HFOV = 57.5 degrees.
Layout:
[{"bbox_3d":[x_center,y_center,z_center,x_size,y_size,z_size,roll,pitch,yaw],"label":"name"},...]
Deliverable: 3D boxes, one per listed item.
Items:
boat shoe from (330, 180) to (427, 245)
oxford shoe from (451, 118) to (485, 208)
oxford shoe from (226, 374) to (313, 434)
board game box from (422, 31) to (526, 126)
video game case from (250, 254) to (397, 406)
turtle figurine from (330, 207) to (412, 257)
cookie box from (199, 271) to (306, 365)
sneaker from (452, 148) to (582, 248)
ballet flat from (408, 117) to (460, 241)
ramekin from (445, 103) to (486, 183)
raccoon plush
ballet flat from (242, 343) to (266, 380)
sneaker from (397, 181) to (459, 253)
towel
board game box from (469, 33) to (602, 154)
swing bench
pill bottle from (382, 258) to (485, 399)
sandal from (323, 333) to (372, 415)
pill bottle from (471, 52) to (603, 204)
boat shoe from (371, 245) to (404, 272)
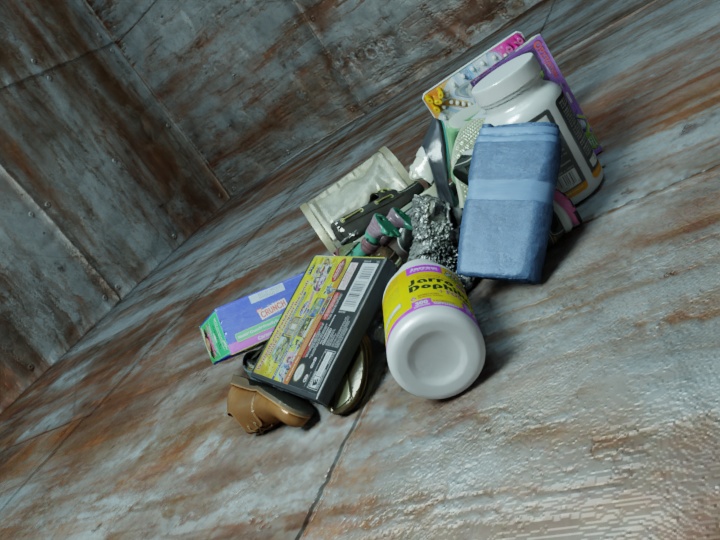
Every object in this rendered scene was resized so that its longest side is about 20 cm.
[{"bbox_3d":[0.035,-0.103,1.095,0.201,0.061,0.072,-39,2,-32],"label":"boat shoe"},{"bbox_3d":[0.176,-0.133,0.983,0.074,0.202,0.058,-4,-18,13],"label":"oxford shoe"},{"bbox_3d":[-0.126,0.193,0.893,0.199,0.071,0.072,-2,68,58],"label":"oxford shoe"},{"bbox_3d":[0.244,-0.288,1.181,0.199,0.200,0.026,-30,31,17],"label":"board game box"},{"bbox_3d":[-0.053,0.070,0.879,0.180,0.025,0.201,3,61,54],"label":"video game case"},{"bbox_3d":[0.000,0.000,0.986,0.201,0.100,0.150,-56,4,28],"label":"turtle figurine"},{"bbox_3d":[-0.158,0.078,1.048,0.170,0.076,0.200,-22,-4,-23],"label":"cookie box"},{"bbox_3d":[0.188,-0.092,0.875,0.086,0.080,0.200,-47,48,-5],"label":"sneaker"},{"bbox_3d":[0.112,-0.130,1.013,0.072,0.202,0.073,-11,10,2],"label":"ballet flat"},{"bbox_3d":[0.238,-0.223,1.094,0.198,0.098,0.200,-16,25,7],"label":"ramekin"},{"bbox_3d":[0.072,-0.009,0.881,0.200,0.134,0.097,-43,20,-21],"label":"raccoon plush"},{"bbox_3d":[-0.113,0.136,0.976,0.199,0.074,0.074,-18,24,44],"label":"ballet flat"},{"bbox_3d":[0.105,-0.072,1.121,0.115,0.076,0.200,-30,8,48],"label":"sneaker"},{"bbox_3d":[0.184,-0.083,0.812,0.111,0.048,0.202,6,80,30],"label":"towel"},{"bbox_3d":[0.264,-0.230,0.981,0.120,0.201,0.032,-33,16,7],"label":"board game box"},{"bbox_3d":[-0.004,-0.129,1.268,0.198,0.130,0.200,-35,-1,-2],"label":"swing bench"},{"bbox_3d":[0.078,0.054,0.760,0.104,0.105,0.200,-32,18,11],"label":"pill bottle"},{"bbox_3d":[-0.018,0.109,0.871,0.082,0.054,0.201,-42,30,16],"label":"sandal"},{"bbox_3d":[0.243,-0.187,0.910,0.116,0.201,0.117,-31,17,11],"label":"pill bottle"},{"bbox_3d":[-0.004,-0.016,1.150,0.202,0.075,0.075,-13,28,52],"label":"boat shoe"}]
